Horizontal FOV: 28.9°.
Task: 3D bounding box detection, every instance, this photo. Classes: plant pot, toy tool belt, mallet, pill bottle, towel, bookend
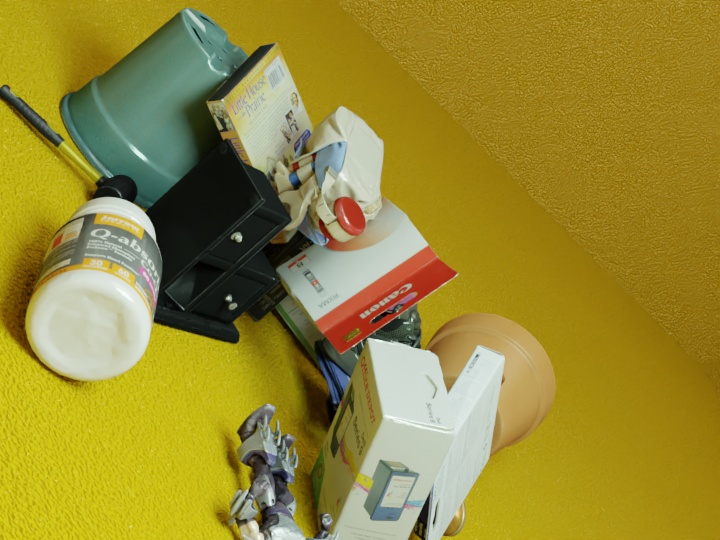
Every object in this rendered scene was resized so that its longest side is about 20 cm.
[{"bbox_3d":[-0.236,-0.210,1.749,0.200,0.196,0.200,43,17,-17],"label":"plant pot"},{"bbox_3d":[-0.043,-0.087,1.607,0.125,0.123,0.200,43,35,-28],"label":"toy tool belt"},{"bbox_3d":[-0.339,-0.143,1.625,0.200,0.041,0.066,46,16,1],"label":"mallet"},{"bbox_3d":[0.157,0.178,1.959,0.200,0.200,0.140,49,34,-1],"label":"plant pot"},{"bbox_3d":[-0.254,0.011,1.359,0.116,0.116,0.200,43,18,-22],"label":"pill bottle"},{"bbox_3d":[0.030,0.168,1.733,0.200,0.024,0.145,33,16,-28],"label":"towel"},{"bbox_3d":[-0.147,-0.026,1.569,0.200,0.199,0.092,23,30,-59],"label":"bookend"}]

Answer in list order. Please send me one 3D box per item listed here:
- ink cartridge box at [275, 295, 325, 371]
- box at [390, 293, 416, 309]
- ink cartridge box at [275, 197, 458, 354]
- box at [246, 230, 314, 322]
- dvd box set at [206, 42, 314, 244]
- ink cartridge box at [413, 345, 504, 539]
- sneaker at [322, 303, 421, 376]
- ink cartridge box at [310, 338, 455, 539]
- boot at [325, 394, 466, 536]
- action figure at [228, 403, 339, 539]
[{"bbox_3d":[-0.030,0.090,1.853,0.200,0.059,0.104,53,16,-5],"label":"ink cartridge box"},{"bbox_3d":[-0.038,-0.025,2.025,0.200,0.097,0.176,29,27,-49],"label":"box"},{"bbox_3d":[0.002,0.002,1.577,0.050,0.162,0.200,59,-6,-23],"label":"ink cartridge box"},{"bbox_3d":[-0.071,-0.041,1.795,0.044,0.200,0.160,44,17,-14],"label":"box"},{"bbox_3d":[-0.105,-0.154,1.693,0.146,0.029,0.200,-57,132,-46],"label":"dvd box set"},{"bbox_3d":[0.100,0.219,1.594,0.041,0.200,0.200,21,48,17],"label":"ink cartridge box"},{"bbox_3d":[0.060,0.115,1.700,0.199,0.114,0.076,43,15,4],"label":"sneaker"},{"bbox_3d":[0.021,0.196,1.494,0.087,0.200,0.145,15,30,-17],"label":"ink cartridge box"},{"bbox_3d":[0.036,0.239,1.711,0.144,0.071,0.201,20,29,-49],"label":"boot"},{"bbox_3d":[-0.084,0.235,1.396,0.130,0.069,0.200,43,20,-38],"label":"action figure"}]
